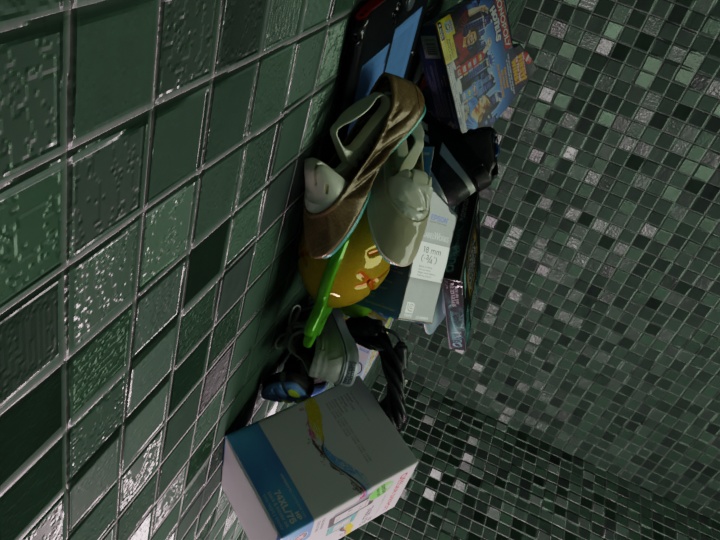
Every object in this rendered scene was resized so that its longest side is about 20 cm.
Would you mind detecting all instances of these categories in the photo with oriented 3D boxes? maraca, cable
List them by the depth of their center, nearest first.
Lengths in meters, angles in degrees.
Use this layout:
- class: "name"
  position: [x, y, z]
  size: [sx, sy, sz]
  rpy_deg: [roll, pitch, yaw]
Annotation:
- class: "maraca"
  position: [-0.022, -0.008, 0.752]
  size: [0.137, 0.107, 0.200]
  rpy_deg: [-40, 152, -74]
- class: "cable"
  position: [0.012, 0.145, 0.944]
  size: [0.200, 0.051, 0.164]
  rpy_deg: [-5, -81, 60]

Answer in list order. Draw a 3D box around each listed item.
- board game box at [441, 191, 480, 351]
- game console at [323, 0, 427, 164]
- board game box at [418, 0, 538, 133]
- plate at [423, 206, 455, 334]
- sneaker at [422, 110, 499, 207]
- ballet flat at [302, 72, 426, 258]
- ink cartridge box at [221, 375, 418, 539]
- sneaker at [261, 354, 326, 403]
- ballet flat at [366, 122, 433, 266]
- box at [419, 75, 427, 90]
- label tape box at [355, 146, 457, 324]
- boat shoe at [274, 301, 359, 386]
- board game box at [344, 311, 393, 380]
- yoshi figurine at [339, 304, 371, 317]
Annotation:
- class: "board game box"
  position: [0.139, 0.006, 0.905]
  size: [0.200, 0.028, 0.135]
  rpy_deg: [73, 28, -57]
- class: "game console"
  position: [0.018, -0.208, 0.717]
  size: [0.177, 0.031, 0.200]
  rpy_deg: [-59, 169, -44]
- class: "board game box"
  position: [0.175, -0.305, 0.986]
  size: [0.200, 0.062, 0.200]
  rpy_deg: [-39, 127, -28]
- class: "plate"
  position: [0.118, -0.009, 0.924]
  size: [0.200, 0.026, 0.201]
  rpy_deg: [7, 90, -75]
- class: "sneaker"
  position: [0.117, -0.170, 0.872]
  size: [0.073, 0.112, 0.200]
  rpy_deg: [57, 11, -55]
- class: "ballet flat"
  position: [-0.011, -0.109, 0.656]
  size: [0.072, 0.068, 0.200]
  rpy_deg: [35, 91, -44]
- class: "ink cartridge box"
  position: [-0.057, 0.264, 0.870]
  size: [0.200, 0.146, 0.147]
  rpy_deg: [-20, 146, -29]
- class: "sneaker"
  position: [-0.089, 0.142, 0.945]
  size: [0.200, 0.071, 0.083]
  rpy_deg: [6, 89, -81]
- class: "ballet flat"
  position: [0.043, -0.101, 0.694]
  size: [0.070, 0.069, 0.200]
  rpy_deg: [101, -12, -58]
- class: "box"
  position: [0.132, -0.250, 1.107]
  size: [0.200, 0.102, 0.095]
  rpy_deg: [-65, 171, -1]
- class: "label tape box"
  position: [0.045, -0.049, 0.824]
  size: [0.063, 0.144, 0.200]
  rpy_deg: [10, 94, -37]
- class: "boat shoe"
  position: [-0.069, 0.088, 0.869]
  size: [0.202, 0.086, 0.075]
  rpy_deg: [-125, -131, -65]
- class: "board game box"
  position: [-0.014, 0.110, 1.163]
  size: [0.200, 0.105, 0.103]
  rpy_deg: [-48, 160, -69]
- class: "yoshi figurine"
  position: [-0.001, 0.015, 0.984]
  size: [0.113, 0.112, 0.200]
  rpy_deg: [-60, 169, 16]
